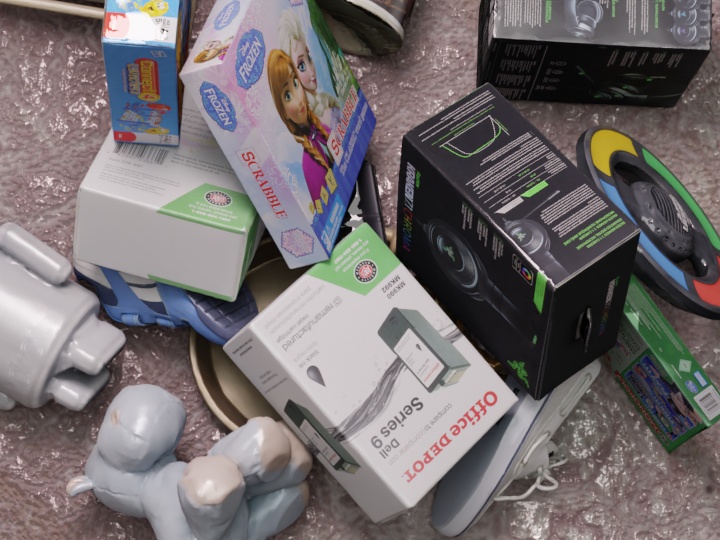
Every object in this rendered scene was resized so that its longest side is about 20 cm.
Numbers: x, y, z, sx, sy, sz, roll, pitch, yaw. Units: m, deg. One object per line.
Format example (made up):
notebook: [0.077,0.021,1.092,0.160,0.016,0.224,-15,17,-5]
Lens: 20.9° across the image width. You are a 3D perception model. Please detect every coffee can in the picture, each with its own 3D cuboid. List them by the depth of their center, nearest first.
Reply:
coffee can: [-0.002,-0.312,1.743,0.146,0.146,0.200,18,79,2]

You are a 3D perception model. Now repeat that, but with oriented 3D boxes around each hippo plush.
hippo plush: [-0.146,0.175,1.656,0.161,0.200,0.159,34,37,25]

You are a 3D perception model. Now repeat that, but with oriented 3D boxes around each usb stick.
usb stick: [0.000,0.000,1.701,0.055,0.033,0.200,-9,80,-4]

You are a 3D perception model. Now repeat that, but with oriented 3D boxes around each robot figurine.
robot figurine: [-0.303,0.041,1.674,0.200,0.113,0.170,28,113,5]

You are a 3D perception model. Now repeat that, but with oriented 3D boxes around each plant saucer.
plant saucer: [-0.051,0.065,1.720,0.200,0.029,0.200,0,77,-1]

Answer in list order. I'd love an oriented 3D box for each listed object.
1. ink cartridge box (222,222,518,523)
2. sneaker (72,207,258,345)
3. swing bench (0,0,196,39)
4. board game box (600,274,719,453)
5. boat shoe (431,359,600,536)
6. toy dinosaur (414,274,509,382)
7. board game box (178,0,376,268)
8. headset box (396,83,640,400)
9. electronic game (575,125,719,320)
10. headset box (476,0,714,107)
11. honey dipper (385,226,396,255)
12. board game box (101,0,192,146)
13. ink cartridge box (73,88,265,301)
ink cartridge box: [0.010,0.086,1.617,0.200,0.084,0.146,48,64,-2]
sneaker: [-0.171,0.015,1.690,0.200,0.074,0.082,35,119,24]
swing bench: [-0.239,-0.296,1.741,0.199,0.130,0.200,10,77,1]
board game box: [0.231,0.057,1.675,0.029,0.135,0.200,-33,81,-11]
boat shoe: [0.144,0.153,1.686,0.086,0.075,0.202,31,91,-21]
toy dinosaur: [0.090,0.089,1.715,0.106,0.060,0.200,-7,89,8]
board game box: [-0.062,-0.141,1.609,0.041,0.200,0.200,-13,35,24]
headset box: [0.128,-0.017,1.585,0.093,0.174,0.200,-33,63,-21]
electronic game: [0.256,-0.042,1.679,0.042,0.200,0.200,-40,80,25]
headset box: [0.208,-0.213,1.712,0.200,0.174,0.093,3,78,0]
honey dipper: [-0.020,-0.048,1.743,0.200,0.038,0.038,19,78,6]
board game box: [-0.165,-0.226,1.555,0.056,0.200,0.196,4,72,-3]
ink cartridge box: [-0.144,-0.081,1.668,0.145,0.088,0.200,14,42,3]
